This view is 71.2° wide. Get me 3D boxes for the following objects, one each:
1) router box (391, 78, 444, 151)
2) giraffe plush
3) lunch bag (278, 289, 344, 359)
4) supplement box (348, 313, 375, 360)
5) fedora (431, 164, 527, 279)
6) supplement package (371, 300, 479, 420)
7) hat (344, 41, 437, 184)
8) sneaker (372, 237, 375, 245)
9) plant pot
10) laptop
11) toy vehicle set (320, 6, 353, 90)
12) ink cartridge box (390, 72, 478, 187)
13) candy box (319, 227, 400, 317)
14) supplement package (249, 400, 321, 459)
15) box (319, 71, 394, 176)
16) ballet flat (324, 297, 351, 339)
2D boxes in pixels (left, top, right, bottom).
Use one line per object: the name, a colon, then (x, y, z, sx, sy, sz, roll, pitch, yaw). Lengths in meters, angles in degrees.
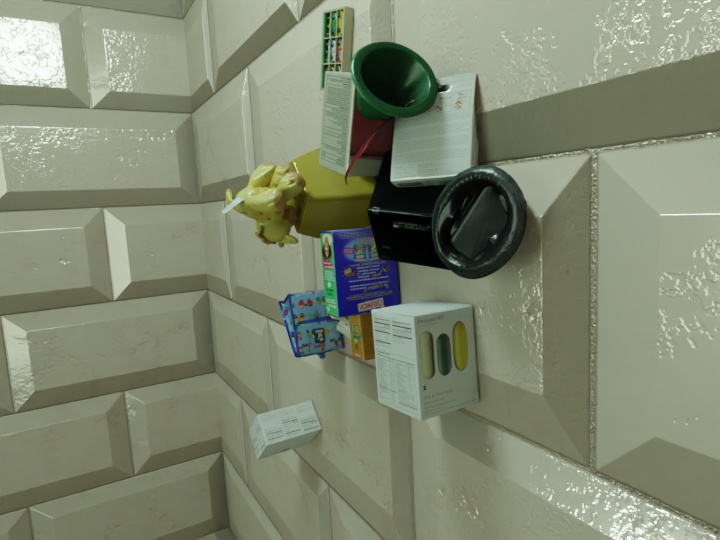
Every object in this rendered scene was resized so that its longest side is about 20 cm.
router box: (0.093, -0.306, 1.069, 0.157, 0.052, 0.200, 28, 120, 46)
giraffe plush: (-0.210, -0.138, 1.205, 0.173, 0.200, 0.162, 44, 166, 46)
lunch bag: (-0.141, 0.166, 1.498, 0.094, 0.150, 0.200, -37, 65, 57)
supplement box: (0.011, 0.129, 1.313, 0.067, 0.069, 0.200, -3, 96, 62)
fedora: (0.218, -0.083, 0.871, 0.200, 0.092, 0.201, 9, 102, 49)
supplement package: (0.130, 0.173, 1.027, 0.151, 0.152, 0.200, 2, 97, 60)
hat: (0.028, -0.314, 0.982, 0.166, 0.200, 0.176, 55, 152, 7)
sneaker: (0.098, -0.087, 1.090, 0.200, 0.087, 0.074, -35, 67, 55)
plant pot: (-0.088, -0.194, 1.288, 0.200, 0.176, 0.200, 67, 152, 26)
laptop: (0.124, -0.122, 1.025, 0.187, 0.116, 0.200, 10, 133, 30)
toy vehicle set: (-0.065, -0.578, 1.328, 0.124, 0.026, 0.200, 30, 122, 55)
ink cartridge box: (0.143, -0.263, 0.960, 0.162, 0.050, 0.200, 1, 79, 28)
candy box: (0.000, 0.000, 1.199, 0.077, 0.169, 0.200, 5, 100, 63)
supplement package: (-0.263, 0.552, 1.745, 0.111, 0.200, 0.156, 66, 146, 28)
box: (-0.007, -0.309, 1.062, 0.128, 0.109, 0.200, 35, 126, 50)
ballet flat: (-0.045, 0.137, 1.409, 0.200, 0.067, 0.067, 60, 142, 34)
